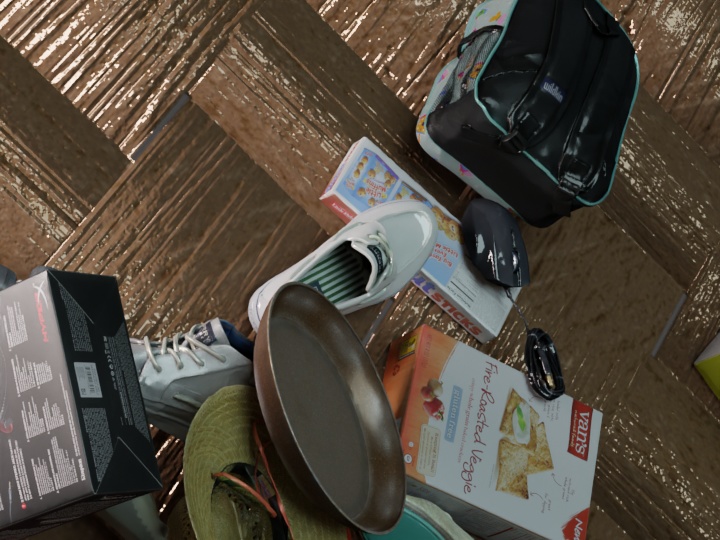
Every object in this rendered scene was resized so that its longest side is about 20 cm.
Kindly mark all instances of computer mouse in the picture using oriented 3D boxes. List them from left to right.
[{"bbox_3d":[0.140,0.020,1.449,0.058,0.034,0.202,6,55,-47],"label":"computer mouse"}]

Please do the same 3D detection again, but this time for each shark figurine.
[{"bbox_3d":[-0.191,0.168,1.177,0.089,0.128,0.215,-37,67,1],"label":"shark figurine"}]

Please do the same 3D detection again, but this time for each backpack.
[{"bbox_3d":[0.156,-0.159,1.503,0.175,0.153,0.202,35,65,-20],"label":"backpack"}]

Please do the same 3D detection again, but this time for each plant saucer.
[{"bbox_3d":[-0.027,0.107,1.249,0.201,0.032,0.201,53,24,-35],"label":"plant saucer"}]

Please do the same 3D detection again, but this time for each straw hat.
[{"bbox_3d":[-0.094,0.188,1.189,0.201,0.084,0.203,43,33,-37],"label":"straw hat"}]

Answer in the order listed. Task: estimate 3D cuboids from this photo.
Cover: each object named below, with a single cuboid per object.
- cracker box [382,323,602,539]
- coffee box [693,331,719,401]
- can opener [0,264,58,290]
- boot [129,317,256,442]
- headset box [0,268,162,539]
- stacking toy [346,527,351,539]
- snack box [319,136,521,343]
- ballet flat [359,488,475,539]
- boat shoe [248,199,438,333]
[{"bbox_3d":[0.107,0.150,1.404,0.199,0.058,0.135,26,58,-24],"label":"cracker box"},{"bbox_3d":[0.486,0.090,1.594,0.197,0.199,0.201,-40,96,-37],"label":"coffee box"},{"bbox_3d":[-0.276,0.008,1.219,0.199,0.053,0.067,32,24,-19],"label":"can opener"},{"bbox_3d":[-0.140,0.062,1.213,0.199,0.095,0.074,29,25,-47],"label":"boot"},{"bbox_3d":[-0.243,0.103,1.105,0.075,0.198,0.150,8,63,-59],"label":"headset box"},{"bbox_3d":[-0.044,0.231,1.260,0.085,0.085,0.202,32,52,-19],"label":"stacking toy"},{"bbox_3d":[0.057,-0.026,1.463,0.200,0.024,0.072,41,54,-13],"label":"snack box"},{"bbox_3d":[0.072,0.236,1.354,0.200,0.067,0.063,44,25,-16],"label":"ballet flat"},{"bbox_3d":[0.000,0.000,1.370,0.199,0.067,0.074,-36,97,-29],"label":"boat shoe"}]
